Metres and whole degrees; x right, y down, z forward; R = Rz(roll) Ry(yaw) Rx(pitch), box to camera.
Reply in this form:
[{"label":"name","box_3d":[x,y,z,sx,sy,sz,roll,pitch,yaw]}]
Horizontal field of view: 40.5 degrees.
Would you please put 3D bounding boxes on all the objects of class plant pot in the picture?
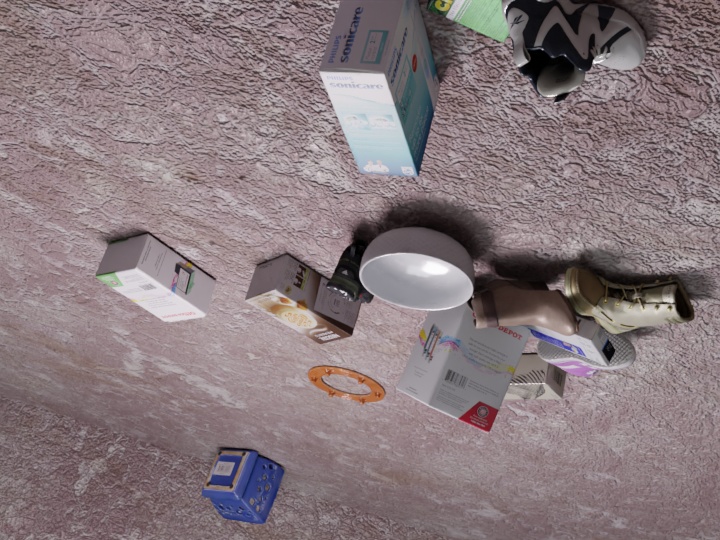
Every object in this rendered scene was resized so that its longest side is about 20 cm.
[{"label":"plant pot","box_3d":[-0.397,0.700,3.226,0.197,0.202,0.180,-4,141,35]}]

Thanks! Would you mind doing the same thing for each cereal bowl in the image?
[{"label":"cereal bowl","box_3d":[0.099,-0.014,1.636,0.196,0.085,0.201,9,153,5]}]

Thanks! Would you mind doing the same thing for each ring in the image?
[{"label":"ring","box_3d":[-0.036,0.285,2.389,0.196,0.020,0.201,13,154,6]}]

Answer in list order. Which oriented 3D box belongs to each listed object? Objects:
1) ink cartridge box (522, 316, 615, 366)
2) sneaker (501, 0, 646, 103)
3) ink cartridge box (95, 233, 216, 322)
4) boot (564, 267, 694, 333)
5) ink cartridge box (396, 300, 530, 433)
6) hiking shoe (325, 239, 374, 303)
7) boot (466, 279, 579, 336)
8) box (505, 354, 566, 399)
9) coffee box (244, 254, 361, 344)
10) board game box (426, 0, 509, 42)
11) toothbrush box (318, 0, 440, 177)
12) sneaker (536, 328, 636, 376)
[{"label":"ink cartridge box","box_3d":[0.349,0.103,1.739,0.198,0.040,0.099,20,162,41]},{"label":"sneaker","box_3d":[0.235,-0.228,1.063,0.197,0.132,0.079,21,153,-35]},{"label":"ink cartridge box","box_3d":[-0.417,0.019,2.008,0.143,0.085,0.199,-8,145,41]},{"label":"boot","box_3d":[0.433,0.041,1.573,0.153,0.073,0.199,-10,149,43]},{"label":"ink cartridge box","box_3d":[0.186,0.162,1.771,0.144,0.203,0.144,26,176,-21]},{"label":"hiking shoe","box_3d":[0.000,0.000,1.733,0.075,0.102,0.200,25,-176,7]},{"label":"boot","box_3d":[0.258,0.069,1.611,0.143,0.072,0.200,-11,-161,-7]},{"label":"box","box_3d":[0.313,0.218,1.994,0.197,0.069,0.082,-8,146,39]},{"label":"coffee box","box_3d":[-0.110,0.060,1.915,0.198,0.081,0.114,32,150,-29]},{"label":"board game box","box_3d":[0.153,-0.330,1.057,0.103,0.024,0.200,19,153,-11]},{"label":"toothbrush box","box_3d":[0.029,-0.232,1.182,0.084,0.149,0.201,5,151,20]},{"label":"sneaker","box_3d":[0.439,0.159,1.813,0.198,0.074,0.114,3,157,48]}]
